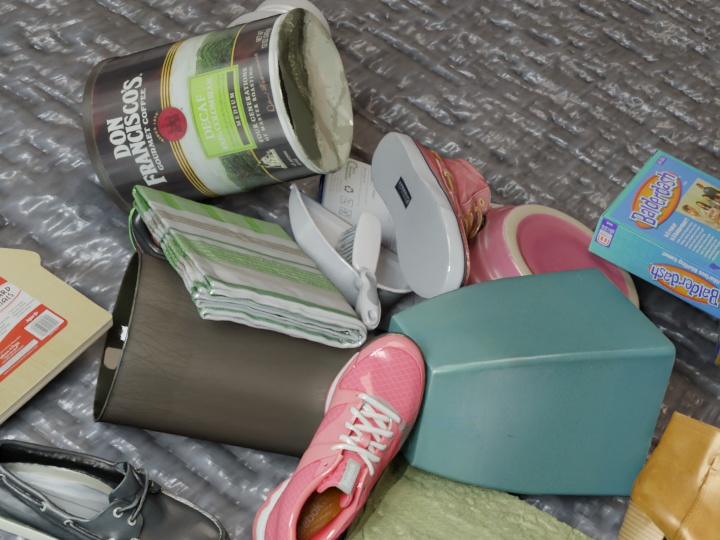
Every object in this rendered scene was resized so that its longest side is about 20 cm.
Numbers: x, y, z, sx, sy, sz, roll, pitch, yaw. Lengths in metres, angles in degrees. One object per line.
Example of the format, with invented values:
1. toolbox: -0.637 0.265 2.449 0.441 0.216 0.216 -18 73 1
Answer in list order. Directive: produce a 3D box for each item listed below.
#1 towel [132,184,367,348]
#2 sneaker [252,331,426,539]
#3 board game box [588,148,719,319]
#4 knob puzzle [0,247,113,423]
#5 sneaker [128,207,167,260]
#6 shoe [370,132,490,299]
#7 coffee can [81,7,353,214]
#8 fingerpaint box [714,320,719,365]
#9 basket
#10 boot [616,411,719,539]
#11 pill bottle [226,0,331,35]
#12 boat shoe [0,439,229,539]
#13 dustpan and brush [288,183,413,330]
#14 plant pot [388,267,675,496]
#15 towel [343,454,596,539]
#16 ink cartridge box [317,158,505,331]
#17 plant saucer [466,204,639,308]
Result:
1. towel: -0.091 -0.002 1.314 0.148 0.031 0.200 17 16 -30
2. sneaker: -0.005 0.140 1.242 0.073 0.201 0.087 31 -6 -10
3. board game box: 0.332 -0.023 1.571 0.199 0.045 0.152 29 40 16
4. knob puzzle: -0.326 0.054 1.339 0.217 0.031 0.221 -1 48 1
5. sneaker: -0.115 -0.005 1.446 0.198 0.084 0.077 20 80 9
6. shoe: 0.077 -0.042 1.459 0.090 0.072 0.201 15 33 -28
7. coffee can: -0.125 -0.139 1.497 0.198 0.147 0.147 -11 30 24
8. fingerpaint box: 0.439 0.032 1.637 0.165 0.074 0.201 19 38 3
9. basket: -0.098 0.075 1.327 0.198 0.137 0.180 15 2 -12
10. boot: 0.304 0.207 1.312 0.200 0.145 0.071 28 -1 21
11. pill bottle: -0.099 -0.191 1.670 0.113 0.115 0.201 20 38 5
12. boat shoe: -0.186 0.168 1.234 0.197 0.067 0.075 19 37 2
13. dustpan and brush: 0.000 0.000 1.411 0.139 0.057 0.201 32 33 -18
14. plant pot: 0.121 0.091 1.362 0.198 0.143 0.142 0 28 -23
15. towel: 0.089 0.221 1.301 0.198 0.037 0.149 25 38 11
16. ink cartridge box: 0.051 -0.013 1.568 0.198 0.041 0.201 16 38 -7
17. plant saucer: 0.180 0.011 1.539 0.199 0.051 0.202 25 36 -19
